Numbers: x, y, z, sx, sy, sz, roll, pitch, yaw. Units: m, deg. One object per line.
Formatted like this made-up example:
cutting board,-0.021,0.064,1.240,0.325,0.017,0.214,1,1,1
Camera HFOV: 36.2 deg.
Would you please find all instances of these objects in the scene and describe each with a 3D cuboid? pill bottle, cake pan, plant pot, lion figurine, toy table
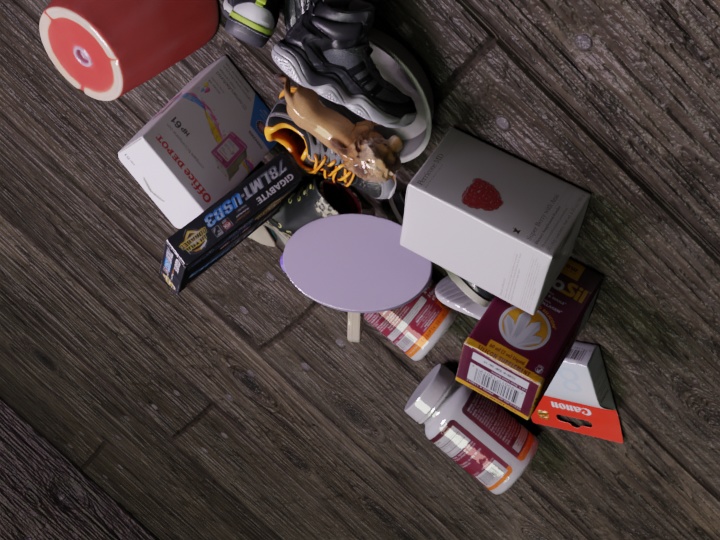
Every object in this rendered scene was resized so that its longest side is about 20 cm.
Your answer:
pill bottle,0.173,0.248,1.740,0.199,0.115,0.114,40,147,-1
cake pan,0.012,-0.228,1.404,0.198,0.037,0.202,26,145,20
pill bottle,0.040,0.030,1.616,0.199,0.110,0.110,40,147,-2
plant pot,-0.319,-0.336,1.473,0.198,0.178,0.202,26,146,19
lion figurine,-0.034,-0.178,1.348,0.198,0.123,0.073,27,118,2
toy table,0.000,0.000,1.501,0.197,0.187,0.117,17,173,8

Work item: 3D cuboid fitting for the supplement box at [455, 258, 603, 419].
supplement box,0.218,0.073,1.409,0.109,0.201,0.086,27,145,16

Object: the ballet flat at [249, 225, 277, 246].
ballet flat,-0.199,-0.108,1.723,0.069,0.070,0.202,1,128,43

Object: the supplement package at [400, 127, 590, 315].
supplement package,0.165,-0.063,1.373,0.198,0.122,0.121,27,146,16

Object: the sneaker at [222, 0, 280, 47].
sneaker,-0.121,-0.330,1.338,0.071,0.201,0.084,21,109,-17

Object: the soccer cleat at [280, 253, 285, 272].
soccer cleat,-0.055,0.017,1.724,0.198,0.077,0.067,18,142,29

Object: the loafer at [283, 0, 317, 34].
loafer,-0.053,-0.325,1.296,0.069,0.068,0.204,3,114,31

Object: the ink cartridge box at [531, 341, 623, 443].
ink cartridge box,0.288,0.181,1.609,0.158,0.047,0.202,9,134,38

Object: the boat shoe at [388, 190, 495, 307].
boat shoe,0.122,-0.043,1.509,0.200,0.072,0.068,44,109,5

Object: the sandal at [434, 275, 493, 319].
sandal,0.197,0.063,1.541,0.205,0.079,0.060,25,147,36

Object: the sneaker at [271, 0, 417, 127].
sneaker,0.003,-0.248,1.280,0.198,0.076,0.115,22,111,-28

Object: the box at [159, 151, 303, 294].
box,-0.179,-0.060,1.484,0.050,0.199,0.198,50,162,2

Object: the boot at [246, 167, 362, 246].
boot,-0.099,-0.114,1.624,0.203,0.074,0.153,44,142,-6

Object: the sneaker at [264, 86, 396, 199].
sneaker,-0.041,-0.152,1.443,0.199,0.078,0.079,36,146,3

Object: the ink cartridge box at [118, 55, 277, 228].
ink cartridge box,-0.220,-0.177,1.542,0.145,0.201,0.084,50,146,-18
